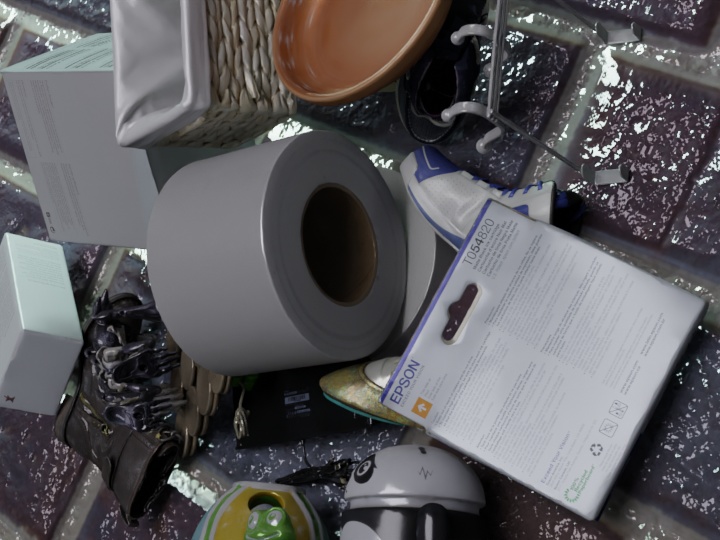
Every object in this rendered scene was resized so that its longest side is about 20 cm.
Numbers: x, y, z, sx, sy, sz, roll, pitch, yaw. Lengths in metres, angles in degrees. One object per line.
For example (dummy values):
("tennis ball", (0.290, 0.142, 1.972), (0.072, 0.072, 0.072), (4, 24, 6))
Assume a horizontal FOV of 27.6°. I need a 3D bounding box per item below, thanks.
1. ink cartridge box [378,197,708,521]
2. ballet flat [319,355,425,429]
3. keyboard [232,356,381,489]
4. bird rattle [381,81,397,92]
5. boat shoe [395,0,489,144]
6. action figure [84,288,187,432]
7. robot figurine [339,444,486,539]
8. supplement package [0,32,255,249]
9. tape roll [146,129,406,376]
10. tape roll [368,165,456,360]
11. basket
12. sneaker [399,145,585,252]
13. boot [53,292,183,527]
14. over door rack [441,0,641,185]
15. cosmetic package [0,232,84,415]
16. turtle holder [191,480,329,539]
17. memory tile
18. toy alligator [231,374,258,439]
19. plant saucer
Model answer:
("ink cartridge box", (0.147, 0.070, 1.183), (0.200, 0.041, 0.200), (28, 85, 17))
("ballet flat", (0.061, 0.107, 1.251), (0.200, 0.071, 0.071), (21, 88, 20))
("keyboard", (-0.052, 0.145, 1.375), (0.200, 0.021, 0.127), (-16, 75, 46))
("bird rattle", (-0.032, -0.207, 1.413), (0.200, 0.163, 0.113), (-14, 57, 60))
("boat shoe", (0.063, -0.156, 1.300), (0.074, 0.200, 0.093), (14, 57, 4))
("action figure", (-0.213, 0.088, 1.422), (0.200, 0.102, 0.119), (-135, 46, -68))
("robot figurine", (0.040, 0.244, 1.210), (0.150, 0.125, 0.201), (-9, 71, 38))
("supplement package", (-0.231, -0.138, 1.507), (0.200, 0.147, 0.192), (6, 118, 40))
("tape roll", (-0.071, -0.013, 1.298), (0.139, 0.203, 0.203), (-11, 68, 38))
("tape roll", (0.000, 0.000, 1.393), (0.202, 0.037, 0.203), (-15, 65, 36))
("basket", (-0.145, -0.216, 1.343), (0.135, 0.123, 0.201), (-19, 71, 50))
("sneaker", (0.132, -0.047, 1.283), (0.115, 0.081, 0.200), (-43, 58, 14))
("boot", (-0.233, 0.141, 1.512), (0.174, 0.069, 0.200), (31, 105, 45))
("over door rack", (0.148, -0.164, 1.230), (0.067, 0.200, 0.148), (-8, 70, 48))
("cosmetic package", (-0.361, 0.056, 1.599), (0.102, 0.071, 0.200), (-64, 29, 24))
("turtle holder", (-0.095, 0.252, 1.283), (0.141, 0.185, 0.132), (1, 74, 22))
("memory tile", (-0.159, 0.082, 1.443), (0.200, 0.017, 0.154), (123, 143, -54))
("toy alligator", (-0.105, 0.072, 1.401), (0.059, 0.054, 0.200), (117, 148, -50))
("plant saucer", (0.008, -0.227, 1.252), (0.200, 0.037, 0.201), (-22, 53, 33))
